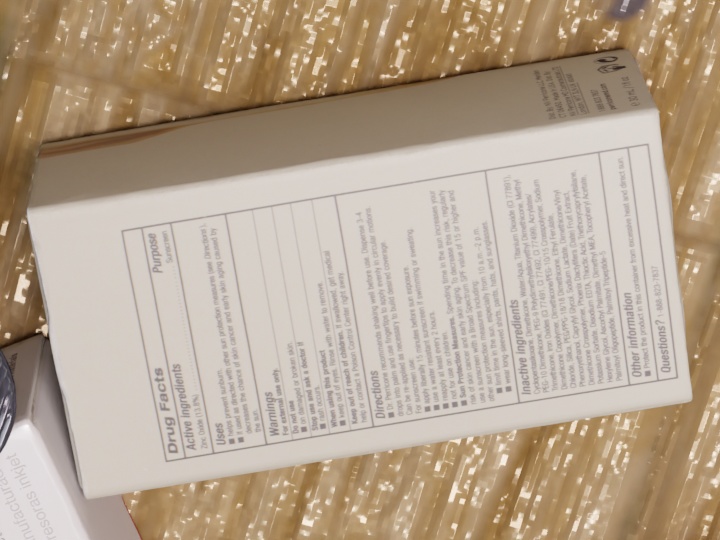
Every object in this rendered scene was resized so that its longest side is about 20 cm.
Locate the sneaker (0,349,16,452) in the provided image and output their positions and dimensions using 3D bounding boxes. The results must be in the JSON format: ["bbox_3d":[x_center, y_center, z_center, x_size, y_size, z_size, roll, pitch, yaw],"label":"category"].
[{"bbox_3d":[-0.193,0.003,0.896,0.200,0.082,0.070,30,85,2],"label":"sneaker"}]

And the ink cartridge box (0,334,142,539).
[{"bbox_3d":[-0.169,0.131,0.954,0.199,0.084,0.145,-22,109,5],"label":"ink cartridge box"}]

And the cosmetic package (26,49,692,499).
[{"bbox_3d":[0.000,0.000,0.920,0.199,0.071,0.106,-8,111,0],"label":"cosmetic package"}]
